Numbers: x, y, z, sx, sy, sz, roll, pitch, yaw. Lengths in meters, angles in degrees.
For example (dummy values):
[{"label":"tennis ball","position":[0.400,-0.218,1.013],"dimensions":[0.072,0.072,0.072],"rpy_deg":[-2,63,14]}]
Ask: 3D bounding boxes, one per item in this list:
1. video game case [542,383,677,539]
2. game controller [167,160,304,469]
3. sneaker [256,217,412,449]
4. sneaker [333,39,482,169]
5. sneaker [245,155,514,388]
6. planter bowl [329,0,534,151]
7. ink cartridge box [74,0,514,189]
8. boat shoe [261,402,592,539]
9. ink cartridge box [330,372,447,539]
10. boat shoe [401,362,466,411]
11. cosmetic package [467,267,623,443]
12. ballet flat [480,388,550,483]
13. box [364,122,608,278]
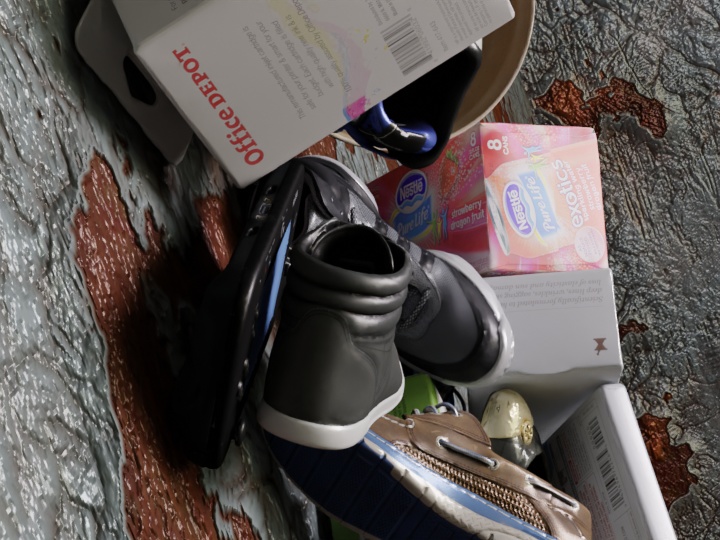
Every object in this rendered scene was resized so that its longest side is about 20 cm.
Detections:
[{"label":"video game case","position":[0.152,0.202,1.035],"dimensions":[0.182,0.022,0.200],"rpy_deg":[123,-42,-52]},{"label":"game controller","position":[-0.055,0.016,0.812],"dimensions":[0.200,0.042,0.105],"rpy_deg":[-76,-172,-67]},{"label":"sneaker","position":[-0.002,0.020,0.836],"dimensions":[0.200,0.071,0.099],"rpy_deg":[-51,158,-78]},{"label":"sneaker","position":[-0.007,-0.108,0.924],"dimensions":[0.081,0.199,0.115],"rpy_deg":[36,41,-39]},{"label":"sneaker","position":[0.000,0.000,0.971],"dimensions":[0.200,0.076,0.114],"rpy_deg":[43,14,21]},{"label":"planter bowl","position":[0.005,-0.184,1.125],"dimensions":[0.135,0.200,0.201],"rpy_deg":[-167,-124,-73]},{"label":"ink cartridge box","position":[-0.047,-0.153,0.831],"dimensions":[0.125,0.200,0.129],"rpy_deg":[60,3,38]},{"label":"boat shoe","position":[0.039,0.116,0.894],"dimensions":[0.200,0.072,0.072],"rpy_deg":[33,48,-3]},{"label":"ink cartridge box","position":[0.043,0.181,1.018],"dimensions":[0.200,0.076,0.148],"rpy_deg":[64,14,-53]},{"label":"boat shoe","position":[0.040,0.084,1.135],"dimensions":[0.200,0.068,0.084],"rpy_deg":[41,33,-71]},{"label":"cosmetic package","position":[0.120,0.066,1.092],"dimensions":[0.200,0.101,0.074],"rpy_deg":[82,5,-68]},{"label":"ballet flat","position":[0.116,0.171,1.013],"dimensions":[0.066,0.057,0.201],"rpy_deg":[-19,98,-50]},{"label":"box","position":[0.078,-0.030,1.123],"dimensions":[0.200,0.094,0.103],"rpy_deg":[158,-69,-63]}]
